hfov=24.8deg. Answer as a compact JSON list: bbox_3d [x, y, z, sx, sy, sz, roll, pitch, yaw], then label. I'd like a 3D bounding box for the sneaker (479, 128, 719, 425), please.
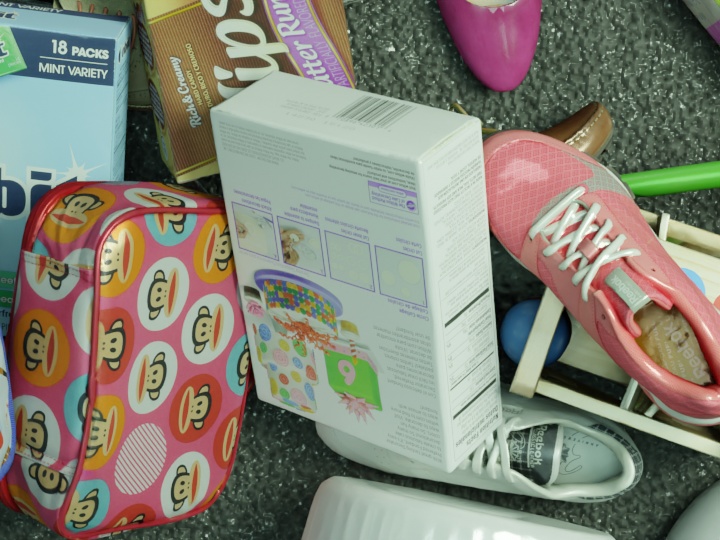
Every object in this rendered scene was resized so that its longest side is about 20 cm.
[{"bbox_3d":[0.134,-0.002,0.856,0.074,0.087,0.200,-44,84,5],"label":"sneaker"}]

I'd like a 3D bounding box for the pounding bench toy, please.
[{"bbox_3d":[0.179,-0.007,0.957,0.156,0.124,0.201,20,92,7],"label":"pounding bench toy"}]

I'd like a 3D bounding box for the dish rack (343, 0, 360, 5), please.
[{"bbox_3d":[-0.041,-0.258,0.988,0.153,0.055,0.201,-13,89,2],"label":"dish rack"}]

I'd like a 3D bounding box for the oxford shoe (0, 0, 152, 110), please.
[{"bbox_3d":[-0.158,-0.136,0.986,0.199,0.075,0.071,3,90,-1],"label":"oxford shoe"}]

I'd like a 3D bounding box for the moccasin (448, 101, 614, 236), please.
[{"bbox_3d":[0.056,-0.056,0.994,0.201,0.074,0.078,-23,100,11],"label":"moccasin"}]

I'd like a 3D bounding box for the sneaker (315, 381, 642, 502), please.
[{"bbox_3d":[0.071,0.099,0.992,0.199,0.081,0.077,7,94,2],"label":"sneaker"}]

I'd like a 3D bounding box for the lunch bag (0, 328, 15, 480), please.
[{"bbox_3d":[-0.253,0.034,0.862,0.123,0.200,0.171,-12,104,-29],"label":"lunch bag"}]

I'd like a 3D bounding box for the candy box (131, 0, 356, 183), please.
[{"bbox_3d":[-0.072,-0.161,0.944,0.116,0.056,0.201,-13,110,-13],"label":"candy box"}]

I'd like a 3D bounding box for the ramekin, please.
[{"bbox_3d":[0.054,0.182,0.941,0.200,0.200,0.098,11,85,0],"label":"ramekin"}]

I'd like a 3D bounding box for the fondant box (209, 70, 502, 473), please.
[{"bbox_3d":[0.000,0.000,0.917,0.144,0.058,0.201,18,128,34],"label":"fondant box"}]

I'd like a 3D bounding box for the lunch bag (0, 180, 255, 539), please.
[{"bbox_3d":[-0.121,0.048,0.956,0.082,0.176,0.201,17,102,35],"label":"lunch bag"}]

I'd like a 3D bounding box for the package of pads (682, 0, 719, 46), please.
[{"bbox_3d":[0.279,-0.182,0.984,0.154,0.068,0.200,-41,91,2],"label":"package of pads"}]

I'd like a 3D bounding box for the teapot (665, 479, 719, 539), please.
[{"bbox_3d":[0.273,0.206,0.962,0.197,0.146,0.200,30,91,-1],"label":"teapot"}]

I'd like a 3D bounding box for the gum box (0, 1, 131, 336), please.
[{"bbox_3d":[-0.226,-0.059,0.969,0.169,0.045,0.201,8,116,0],"label":"gum box"}]

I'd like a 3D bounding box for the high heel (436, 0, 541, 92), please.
[{"bbox_3d":[0.072,-0.207,0.971,0.067,0.096,0.201,-11,92,1],"label":"high heel"}]
